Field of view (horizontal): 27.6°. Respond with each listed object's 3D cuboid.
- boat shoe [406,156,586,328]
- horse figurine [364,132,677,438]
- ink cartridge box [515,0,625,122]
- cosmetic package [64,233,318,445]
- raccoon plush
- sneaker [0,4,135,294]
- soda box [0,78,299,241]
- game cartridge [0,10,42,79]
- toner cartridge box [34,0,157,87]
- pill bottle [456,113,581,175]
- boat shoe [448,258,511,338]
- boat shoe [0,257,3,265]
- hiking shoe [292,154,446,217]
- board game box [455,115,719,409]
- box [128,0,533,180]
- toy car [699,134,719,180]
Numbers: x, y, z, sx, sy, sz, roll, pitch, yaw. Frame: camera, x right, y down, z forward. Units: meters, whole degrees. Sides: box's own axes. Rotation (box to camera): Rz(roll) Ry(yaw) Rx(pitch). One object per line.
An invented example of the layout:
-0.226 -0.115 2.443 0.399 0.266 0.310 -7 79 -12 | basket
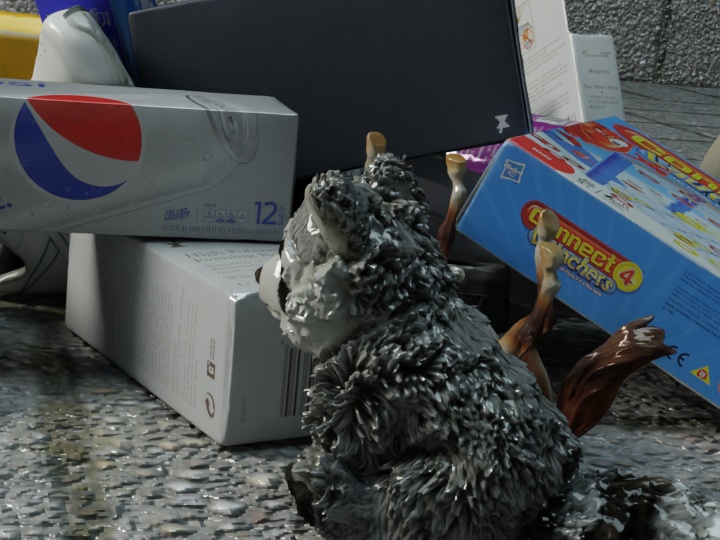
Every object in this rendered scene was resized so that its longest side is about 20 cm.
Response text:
0.092 -0.001 0.857 0.200 0.069 0.072 23 23 3 | boat shoe
0.049 0.023 0.670 0.050 0.133 0.200 -12 32 -35 | horse figurine
0.129 -0.147 1.158 0.044 0.174 0.200 0 -13 -25 | ink cartridge box
-0.063 0.017 0.711 0.102 0.074 0.200 -2 16 -32 | cosmetic package
0.054 0.031 0.547 0.200 0.134 0.097 7 11 6 | raccoon plush
-0.162 -0.051 0.780 0.087 0.200 0.075 -17 52 -27 | sneaker
-0.133 -0.054 0.693 0.200 0.063 0.068 3 14 -13 | soda box
-0.181 -0.114 1.078 0.200 0.176 0.032 6 54 0 | game cartridge
-0.141 -0.119 0.850 0.043 0.200 0.095 -3 48 5 | toner cartridge box
0.079 -0.063 1.051 0.200 0.112 0.112 13 14 31 | pill bottle
-0.002 0.000 0.822 0.074 0.068 0.199 -6 17 -44 | boat shoe
-0.214 0.010 0.708 0.073 0.075 0.200 14 20 -7 | boat shoe
0.013 -0.046 0.973 0.200 0.076 0.101 21 41 21 | hiking shoe
0.176 -0.003 0.781 0.200 0.056 0.196 35 22 16 | board game box
-0.014 -0.115 0.841 0.200 0.104 0.182 -10 10 1 | box
0.328 -0.023 0.961 0.200 0.184 0.177 33 9 -9 | toy car
